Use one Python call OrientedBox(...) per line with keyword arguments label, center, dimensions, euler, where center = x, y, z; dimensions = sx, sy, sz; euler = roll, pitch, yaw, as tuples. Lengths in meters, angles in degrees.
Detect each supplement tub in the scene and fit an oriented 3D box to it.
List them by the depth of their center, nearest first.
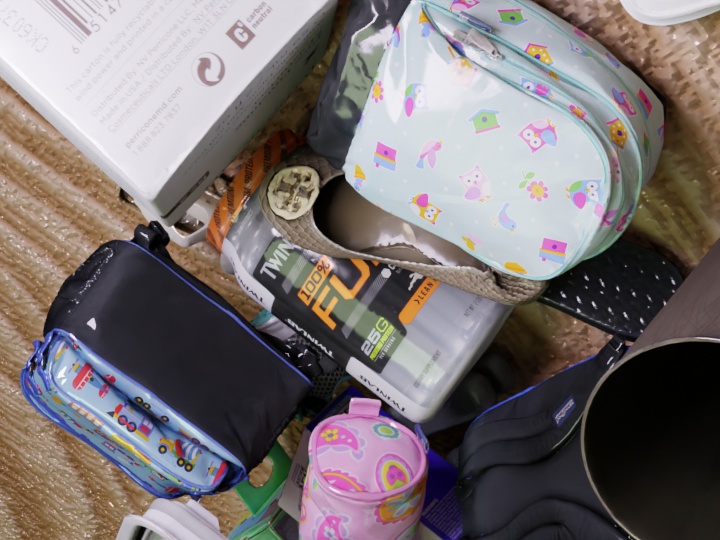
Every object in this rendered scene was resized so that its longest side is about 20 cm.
OrientedBox(label="supplement tub", center=(0.000, 0.000, 1.130), dimensions=(0.199, 0.123, 0.123), euler=(36, 142, 7))

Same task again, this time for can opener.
OrientedBox(label="can opener", center=(0.050, 0.116, 1.253), dimensions=(0.067, 0.053, 0.200), euler=(50, 141, -3))

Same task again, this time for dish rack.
OrientedBox(label="dish rack", center=(-0.079, 0.232, 1.139), dimensions=(0.199, 0.044, 0.172), euler=(36, 153, 3))

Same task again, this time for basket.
OrientedBox(label="basket", center=(0.228, 0.040, 0.905), dimensions=(0.136, 0.200, 0.181), euler=(36, 141, 8))

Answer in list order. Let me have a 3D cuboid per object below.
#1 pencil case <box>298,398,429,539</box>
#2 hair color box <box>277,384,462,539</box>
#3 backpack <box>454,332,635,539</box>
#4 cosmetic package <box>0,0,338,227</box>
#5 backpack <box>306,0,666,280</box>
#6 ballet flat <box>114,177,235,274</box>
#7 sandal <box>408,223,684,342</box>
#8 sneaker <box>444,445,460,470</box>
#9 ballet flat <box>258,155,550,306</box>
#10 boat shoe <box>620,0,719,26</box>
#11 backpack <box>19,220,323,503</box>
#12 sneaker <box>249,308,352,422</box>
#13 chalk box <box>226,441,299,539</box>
OrientedBox(label="pencil case", center=(-0.003, 0.183, 1.151), dimensions=(0.087, 0.087, 0.201), euler=(26, 136, 20))
OrientedBox(label="hair color box", center=(0.039, 0.190, 1.229), dimensions=(0.199, 0.065, 0.110), euler=(37, 141, 14))
OrientedBox(label="backpack", center=(0.166, 0.158, 1.091), dimensions=(0.167, 0.164, 0.199), euler=(18, 151, -33))
OrientedBox(label="cosmetic package", center=(-0.127, -0.146, 1.007), dimensions=(0.165, 0.165, 0.200), euler=(42, 176, 0))
OrientedBox(label="backpack", center=(0.076, -0.084, 0.975), dimensions=(0.199, 0.127, 0.168), euler=(29, 131, 9))
OrientedBox(label="ballet flat", center=(-0.100, -0.031, 1.234), dimensions=(0.199, 0.065, 0.071), euler=(26, 141, 20))
OrientedBox(label="sandal", center=(0.113, -0.010, 1.070), dimensions=(0.199, 0.076, 0.048), euler=(30, 173, 11))
OrientedBox(label="sneaker", center=(0.144, 0.206, 1.235), dimensions=(0.200, 0.073, 0.082), euler=(45, 147, -3))
OrientedBox(label="ballet flat", center=(0.026, -0.027, 1.039), dimensions=(0.198, 0.068, 0.046), euler=(21, 175, 14))
OrientedBox(label="boat shoe", center=(0.193, -0.175, 0.840), dimensions=(0.074, 0.065, 0.200), euler=(46, 142, -6))
OrientedBox(label="backpack", center=(-0.148, 0.072, 1.164), dimensions=(0.182, 0.135, 0.200), euler=(39, 161, -13))
OrientedBox(label="sneaker", center=(-0.065, 0.086, 1.286), dimensions=(0.091, 0.078, 0.200), euler=(47, 156, 1))
OrientedBox(label="chalk box", center=(-0.033, 0.223, 1.371), dimensions=(0.200, 0.124, 0.124), euler=(46, 142, -3))
